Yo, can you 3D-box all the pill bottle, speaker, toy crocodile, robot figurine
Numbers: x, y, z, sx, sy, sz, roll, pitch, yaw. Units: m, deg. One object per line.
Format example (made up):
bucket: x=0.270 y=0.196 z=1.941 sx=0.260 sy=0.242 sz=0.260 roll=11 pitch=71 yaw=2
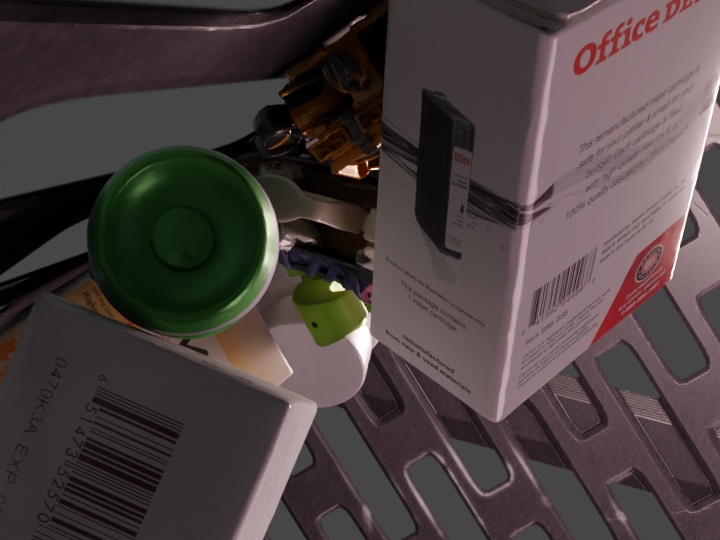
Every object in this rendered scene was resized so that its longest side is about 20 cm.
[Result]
pill bottle: x=-0.027 y=0.005 z=1.054 sx=0.109 sy=0.109 sz=0.201 roll=-32 pitch=-151 yaw=33
speaker: x=-0.086 y=-0.009 z=0.646 sx=0.088 sy=0.089 sz=0.200 roll=-33 pitch=-179 yaw=-7
toy crocodile: x=0.000 y=0.000 z=0.925 sx=0.061 sy=0.068 sz=0.200 roll=-20 pitch=-172 yaw=25
robot figurine: x=0.029 y=-0.093 z=0.661 sx=0.144 sy=0.059 sz=0.200 roll=-33 pitch=177 yaw=21

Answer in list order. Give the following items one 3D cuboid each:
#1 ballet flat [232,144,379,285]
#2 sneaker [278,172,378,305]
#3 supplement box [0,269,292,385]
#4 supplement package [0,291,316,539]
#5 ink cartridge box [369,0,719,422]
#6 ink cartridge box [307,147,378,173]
ballet flat: x=0.001 y=-0.026 z=0.737 sx=0.073 sy=0.199 sz=0.074 roll=-47 pitch=147 yaw=-44
sneaker: x=0.000 y=-0.011 z=0.798 sx=0.198 sy=0.083 sz=0.070 roll=-3 pitch=151 yaw=21
supplement box: x=-0.148 y=0.064 z=0.800 sx=0.073 sy=0.127 sz=0.200 roll=-21 pitch=-167 yaw=43
supplement package: x=-0.098 y=0.093 z=0.616 sx=0.200 sy=0.116 sz=0.118 roll=80 pitch=32 yaw=-83
ink cartridge box: x=0.083 y=-0.059 z=0.571 sx=0.144 sy=0.083 sz=0.201 roll=-33 pitch=143 yaw=-35
ink cartridge box: x=0.028 y=-0.091 z=0.918 sx=0.161 sy=0.050 sz=0.200 roll=-16 pitch=-167 yaw=42
